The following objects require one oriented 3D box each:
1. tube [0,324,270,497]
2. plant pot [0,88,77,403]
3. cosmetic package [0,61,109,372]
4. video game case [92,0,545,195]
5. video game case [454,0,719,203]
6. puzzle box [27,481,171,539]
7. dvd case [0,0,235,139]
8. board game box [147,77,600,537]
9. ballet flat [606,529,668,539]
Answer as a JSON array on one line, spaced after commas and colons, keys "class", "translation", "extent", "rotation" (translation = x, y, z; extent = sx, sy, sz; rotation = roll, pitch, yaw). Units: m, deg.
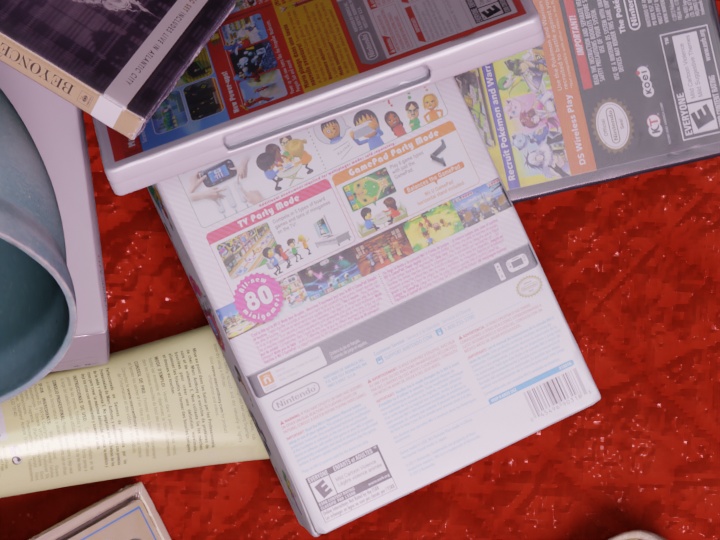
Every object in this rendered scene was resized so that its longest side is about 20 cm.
[{"class": "tube", "translation": [-0.118, 0.070, 1.174], "extent": [0.199, 0.052, 0.058], "rotation": [-12, 128, -10]}, {"class": "plant pot", "translation": [-0.217, -0.036, 1.025], "extent": [0.199, 0.201, 0.135], "rotation": [-2, 61, -4]}, {"class": "cosmetic package", "translation": [-0.150, -0.058, 1.140], "extent": [0.050, 0.083, 0.201], "rotation": [-8, 79, -5]}, {"class": "video game case", "translation": [-0.029, -0.113, 1.126], "extent": [0.199, 0.143, 0.017], "rotation": [-19, 130, 0]}, {"class": "video game case", "translation": [0.077, -0.136, 1.203], "extent": [0.180, 0.026, 0.201], "rotation": [-13, 90, -4]}, {"class": "puzzle box", "translation": [-0.140, 0.191, 1.114], "extent": [0.200, 0.025, 0.133], "rotation": [-28, 90, -47]}, {"class": "dvd case", "translation": [-0.157, -0.141, 1.062], "extent": [0.200, 0.149, 0.016], "rotation": [31, 121, -2]}, {"class": "board game box", "translation": [0.000, 0.000, 1.149], "extent": [0.147, 0.064, 0.201], "rotation": [-24, 92, -6]}, {"class": "ballet flat", "translation": [0.068, 0.188, 1.170], "extent": [0.200, 0.062, 0.067], "rotation": [-41, 72, -6]}]
